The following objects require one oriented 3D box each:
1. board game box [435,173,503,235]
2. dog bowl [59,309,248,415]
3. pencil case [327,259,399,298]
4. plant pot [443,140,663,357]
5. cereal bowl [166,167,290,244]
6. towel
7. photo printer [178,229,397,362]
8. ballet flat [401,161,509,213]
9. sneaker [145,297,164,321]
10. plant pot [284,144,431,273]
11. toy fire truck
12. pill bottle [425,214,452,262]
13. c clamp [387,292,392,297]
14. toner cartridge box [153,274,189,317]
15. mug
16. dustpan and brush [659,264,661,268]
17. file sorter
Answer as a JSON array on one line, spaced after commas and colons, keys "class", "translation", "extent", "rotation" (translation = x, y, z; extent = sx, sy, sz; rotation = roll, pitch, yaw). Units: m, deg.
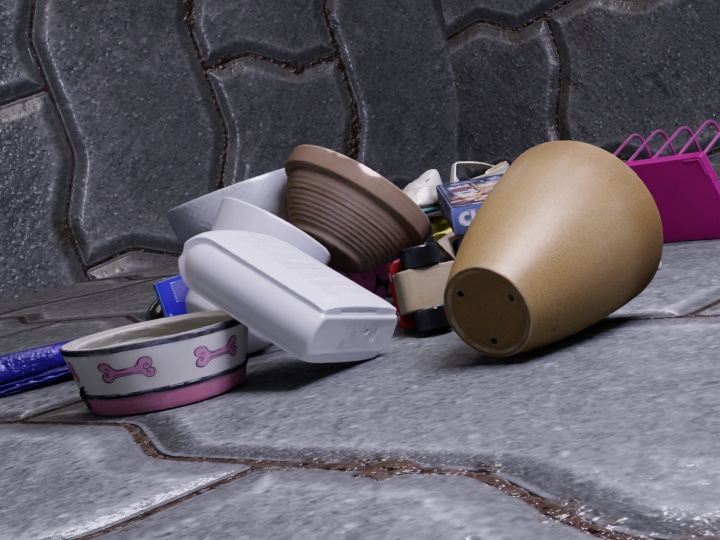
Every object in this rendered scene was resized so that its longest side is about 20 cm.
[{"class": "board game box", "translation": [0.166, -0.085, 1.529], "extent": [0.135, 0.035, 0.200], "rotation": [-10, 11, 0]}, {"class": "dog bowl", "translation": [-0.208, 0.096, 1.340], "extent": [0.199, 0.074, 0.200], "rotation": [-10, 4, 1]}, {"class": "pencil case", "translation": [0.000, 0.000, 1.708], "extent": [0.093, 0.091, 0.200], "rotation": [-4, 16, 29]}, {"class": "plant pot", "translation": [0.168, -0.005, 1.238], "extent": [0.186, 0.187, 0.200], "rotation": [-6, 20, 39]}, {"class": "cereal bowl", "translation": [-0.151, -0.072, 1.704], "extent": [0.199, 0.084, 0.200], "rotation": [-20, 1, 1]}, {"class": "towel", "translation": [-0.393, 0.119, 1.631], "extent": [0.199, 0.050, 0.148], "rotation": [-13, -1, -19]}, {"class": "photo printer", "translation": [-0.081, 0.021, 1.326], "extent": [0.200, 0.070, 0.166], "rotation": [30, 13, 26]}, {"class": "ballet flat", "translation": [0.113, -0.108, 1.684], "extent": [0.199, 0.063, 0.067], "rotation": [-10, -3, -24]}, {"class": "sneaker", "translation": [-0.202, 0.052, 1.786], "extent": [0.199, 0.074, 0.082], "rotation": [-13, 5, -29]}, {"class": "plant pot", "translation": [-0.019, -0.060, 1.577], "extent": [0.200, 0.093, 0.201], "rotation": [29, -13, 7]}, {"class": "toy fire truck", "translation": [0.113, 0.004, 1.528], "extent": [0.175, 0.129, 0.200], "rotation": [-12, -6, -11]}, {"class": "pill bottle", "translation": [0.172, -0.028, 1.699], "extent": [0.199, 0.115, 0.114], "rotation": [-10, 5, 0]}, {"class": "c clamp", "translation": [-0.056, 0.052, 1.749], "extent": [0.170, 0.027, 0.200], "rotation": [-7, 7, 42]}, {"class": "toner cartridge box", "translation": [-0.166, 0.028, 1.705], "extent": [0.199, 0.095, 0.043], "rotation": [-20, 2, -13]}, {"class": "mug", "translation": [-0.124, 0.022, 1.552], "extent": [0.149, 0.154, 0.186], "rotation": [18, -13, 45]}, {"class": "dustpan and brush", "translation": [0.283, -0.028, 1.620], "extent": [0.199, 0.140, 0.057], "rotation": [6, -29, 8]}, {"class": "file sorter", "translation": [0.477, -0.136, 1.890], "extent": [0.200, 0.139, 0.125], "rotation": [-4, 35, 52]}]
